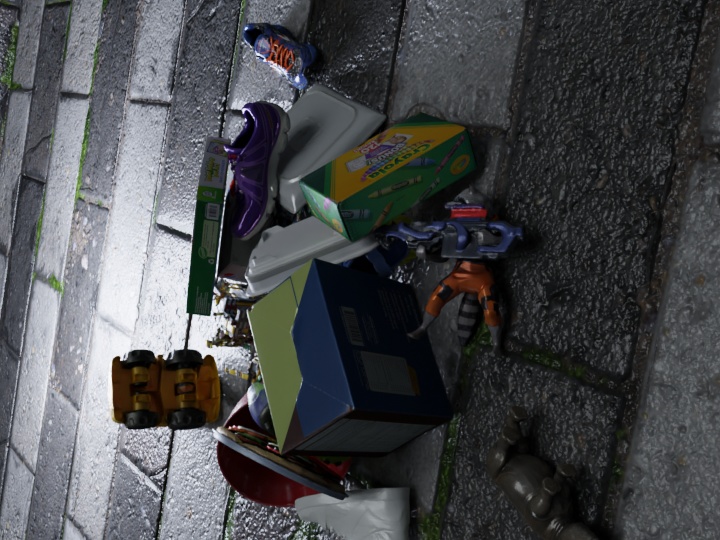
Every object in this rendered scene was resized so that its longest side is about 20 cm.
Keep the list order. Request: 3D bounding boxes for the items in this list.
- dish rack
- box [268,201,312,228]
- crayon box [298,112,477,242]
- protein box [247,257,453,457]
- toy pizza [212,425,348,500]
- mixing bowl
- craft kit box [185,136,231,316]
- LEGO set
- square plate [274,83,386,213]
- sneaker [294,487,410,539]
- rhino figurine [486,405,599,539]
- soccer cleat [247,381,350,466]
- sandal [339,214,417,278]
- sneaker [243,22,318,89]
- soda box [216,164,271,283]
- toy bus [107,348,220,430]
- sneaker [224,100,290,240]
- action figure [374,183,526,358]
[{"bbox_3d":[-0.066,-0.042,1.180,0.196,0.044,0.172,-22,20,9],"label":"dish rack"},{"bbox_3d":[-0.097,-0.091,1.363,0.161,0.045,0.202,-59,29,29],"label":"box"},{"bbox_3d":[0.035,-0.122,1.111,0.118,0.198,0.059,34,151,56],"label":"crayon box"},{"bbox_3d":[-0.013,0.119,1.125,0.134,0.198,0.202,-34,59,31],"label":"protein box"},{"bbox_3d":[-0.100,0.242,1.140,0.198,0.199,0.032,13,73,52],"label":"toy pizza"},{"bbox_3d":[-0.110,0.231,1.284,0.109,0.196,0.203,-103,36,-61],"label":"mixing bowl"},{"bbox_3d":[-0.234,-0.071,1.354,0.199,0.047,0.203,-93,13,-57],"label":"craft kit box"},{"bbox_3d":[-0.214,0.096,1.467,0.200,0.114,0.156,45,119,45],"label":"LEGO set"},{"bbox_3d":[-0.083,-0.197,1.329,0.200,0.029,0.197,-46,42,-7],"label":"square plate"},{"bbox_3d":[-0.014,0.361,1.198,0.197,0.073,0.118,-16,72,40],"label":"sneaker"},{"bbox_3d":[0.203,0.250,0.956,0.201,0.059,0.089,54,145,40],"label":"rhino figurine"},{"bbox_3d":[-0.073,0.201,1.180,0.065,0.199,0.084,-50,43,4],"label":"soccer cleat"},{"bbox_3d":[0.000,0.000,1.219,0.080,0.087,0.200,49,131,9],"label":"sandal"},{"bbox_3d":[-0.138,-0.360,1.462,0.200,0.077,0.077,42,118,46],"label":"sneaker"},{"bbox_3d":[-0.182,-0.087,1.411,0.068,0.062,0.205,-34,49,56],"label":"soda box"},{"bbox_3d":[-0.378,0.230,1.607,0.191,0.196,0.139,-30,61,54],"label":"toy bus"},{"bbox_3d":[-0.167,-0.147,1.278,0.080,0.082,0.205,21,102,51],"label":"sneaker"},{"bbox_3d":[0.112,-0.008,1.081,0.196,0.104,0.198,11,89,28],"label":"action figure"}]
